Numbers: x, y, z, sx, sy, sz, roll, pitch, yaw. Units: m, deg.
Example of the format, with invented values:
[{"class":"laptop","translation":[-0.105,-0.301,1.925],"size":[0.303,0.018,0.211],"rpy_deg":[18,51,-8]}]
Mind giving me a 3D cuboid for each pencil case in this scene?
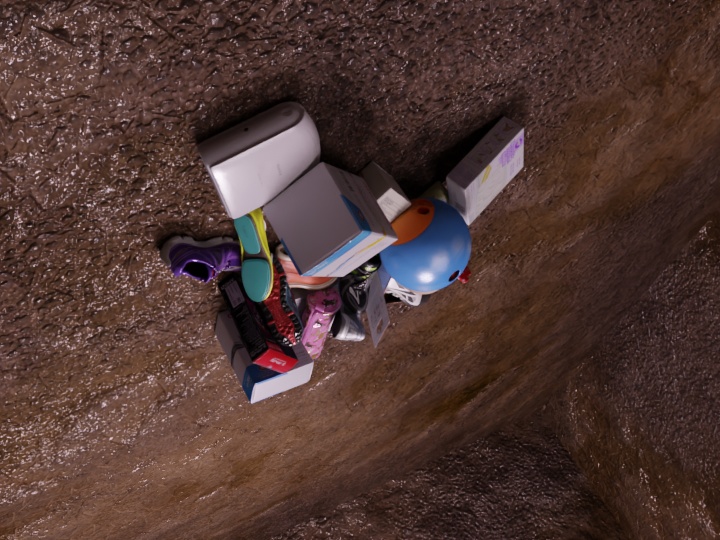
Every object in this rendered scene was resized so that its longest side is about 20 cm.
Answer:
[{"class":"pencil case","translation":[-0.105,0.122,1.623],"size":[0.082,0.087,0.201],"rpy_deg":[1,137,-24]}]

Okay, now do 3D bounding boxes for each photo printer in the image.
[{"class":"photo printer","translation":[-0.161,-0.190,1.215],"size":[0.199,0.070,0.167],"rpy_deg":[-28,152,-10]}]

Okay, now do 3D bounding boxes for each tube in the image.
[{"class":"tube","translation":[0.119,-0.124,1.638],"size":[0.200,0.058,0.052],"rpy_deg":[-41,166,13]}]

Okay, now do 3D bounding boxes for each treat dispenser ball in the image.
[{"class":"treat dispenser ball","translation":[0.139,-0.056,1.536],"size":[0.199,0.202,0.202],"rpy_deg":[-25,151,-15]}]

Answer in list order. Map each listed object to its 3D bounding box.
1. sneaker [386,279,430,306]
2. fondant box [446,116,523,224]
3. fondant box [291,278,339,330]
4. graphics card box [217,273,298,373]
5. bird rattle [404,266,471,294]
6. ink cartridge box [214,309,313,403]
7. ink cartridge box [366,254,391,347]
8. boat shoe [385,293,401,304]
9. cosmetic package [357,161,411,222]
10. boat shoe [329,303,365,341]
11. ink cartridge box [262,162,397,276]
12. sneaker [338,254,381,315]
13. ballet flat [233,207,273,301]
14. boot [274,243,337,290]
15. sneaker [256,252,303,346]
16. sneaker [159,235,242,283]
[{"class":"sneaker","translation":[0.131,0.035,1.805],"size":[0.088,0.075,0.199],"rpy_deg":[-27,149,34]},{"class":"fondant box","translation":[0.278,-0.219,1.577],"size":[0.200,0.058,0.145],"rpy_deg":[-47,153,-13]},{"class":"fondant box","translation":[-0.119,0.087,1.702],"size":[0.143,0.058,0.201],"rpy_deg":[-19,149,-26]},{"class":"graphics card box","translation":[-0.213,0.110,1.487],"size":[0.051,0.201,0.125],"rpy_deg":[-37,151,10]},{"class":"bird rattle","translation":[0.161,-0.008,1.702],"size":[0.163,0.199,0.113],"rpy_deg":[-53,168,-27]},{"class":"ink cartridge box","translation":[-0.215,0.171,1.579],"size":[0.145,0.201,0.086],"rpy_deg":[-17,147,-29]},{"class":"ink cartridge box","translation":[0.046,0.054,1.653],"size":[0.056,0.202,0.163],"rpy_deg":[-11,155,-17]},{"class":"boat shoe","translation":[0.036,0.064,1.810],"size":[0.201,0.075,0.075],"rpy_deg":[-11,145,-36]},{"class":"cosmetic package","translation":[-0.007,-0.116,1.473],"size":[0.200,0.088,0.103],"rpy_deg":[-40,150,13]},{"class":"boat shoe","translation":[-0.029,0.122,1.627],"size":[0.202,0.064,0.075],"rpy_deg":[-147,-104,-83]},{"class":"ink cartridge box","translation":[-0.049,-0.086,1.319],"size":[0.145,0.148,0.200],"rpy_deg":[-34,167,17]},{"class":"sneaker","translation":[0.000,0.000,1.575],"size":[0.070,0.083,0.202],"rpy_deg":[6,95,-27]},{"class":"ballet flat","translation":[-0.197,-0.038,1.367],"size":[0.067,0.066,0.202],"rpy_deg":[-63,153,-54]},{"class":"boot","translation":[-0.114,-0.016,1.537],"size":[0.199,0.075,0.108],"rpy_deg":[-7,137,-39]},{"class":"sneaker","translation":[-0.177,0.054,1.463],"size":[0.078,0.202,0.096],"rpy_deg":[-17,-169,-1]},{"class":"sneaker","translation":[-0.286,-0.010,1.348],"size":[0.199,0.084,0.081],"rpy_deg":[-2,139,-49]}]
